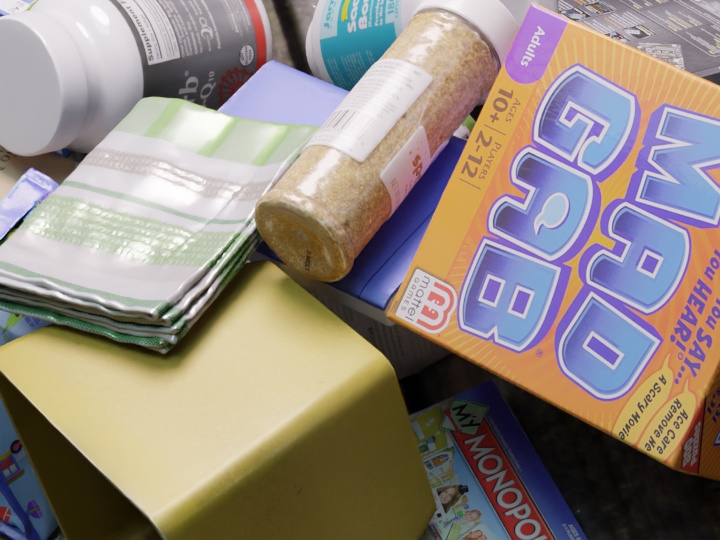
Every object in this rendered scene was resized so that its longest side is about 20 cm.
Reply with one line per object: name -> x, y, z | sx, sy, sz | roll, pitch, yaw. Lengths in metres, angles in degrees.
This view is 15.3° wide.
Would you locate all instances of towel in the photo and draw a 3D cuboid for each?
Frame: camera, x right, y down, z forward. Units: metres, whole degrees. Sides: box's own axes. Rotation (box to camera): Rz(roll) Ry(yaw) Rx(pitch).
towel -> -0.124, -0.036, 1.590 | 0.148, 0.031, 0.200 | 13, 44, 26

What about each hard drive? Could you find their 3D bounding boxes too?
hard drive -> -0.019, -0.051, 1.630 | 0.199, 0.025, 0.132 | 25, 58, 34

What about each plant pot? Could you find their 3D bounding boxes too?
plant pot -> -0.072, 0.115, 1.564 | 0.176, 0.201, 0.200 | -34, 44, -18

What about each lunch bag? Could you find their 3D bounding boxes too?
lunch bag -> -0.214, 0.048, 1.671 | 0.094, 0.201, 0.151 | 20, 54, 29

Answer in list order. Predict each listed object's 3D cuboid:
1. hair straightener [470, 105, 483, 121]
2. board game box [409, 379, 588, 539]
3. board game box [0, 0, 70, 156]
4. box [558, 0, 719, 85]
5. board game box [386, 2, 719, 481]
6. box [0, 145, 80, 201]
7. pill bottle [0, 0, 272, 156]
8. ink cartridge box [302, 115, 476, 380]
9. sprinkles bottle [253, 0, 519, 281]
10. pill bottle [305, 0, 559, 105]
hair straightener -> 0.009, -0.068, 1.832 | 0.199, 0.041, 0.077 | -22, 46, -15
board game box -> 0.061, 0.165, 1.611 | 0.134, 0.029, 0.200 | -24, 46, -7
board game box -> -0.178, -0.197, 1.940 | 0.045, 0.135, 0.200 | 26, 59, 34
box -> 0.184, -0.141, 1.797 | 0.158, 0.049, 0.200 | -16, 28, -20
board game box -> 0.176, -0.009, 1.563 | 0.199, 0.200, 0.201 | 27, 94, 28
box -> -0.257, -0.038, 1.849 | 0.199, 0.078, 0.095 | 19, 54, 29
pill bottle -> -0.165, -0.145, 1.849 | 0.116, 0.117, 0.199 | 28, 31, 34
ink cartridge box -> 0.000, 0.000, 1.698 | 0.199, 0.148, 0.076 | -27, 47, -12
sprinkles bottle -> 0.018, -0.084, 1.584 | 0.068, 0.068, 0.200 | 20, 56, 30
pill bottle -> 0.038, -0.158, 1.784 | 0.111, 0.111, 0.200 | -42, 16, -24
